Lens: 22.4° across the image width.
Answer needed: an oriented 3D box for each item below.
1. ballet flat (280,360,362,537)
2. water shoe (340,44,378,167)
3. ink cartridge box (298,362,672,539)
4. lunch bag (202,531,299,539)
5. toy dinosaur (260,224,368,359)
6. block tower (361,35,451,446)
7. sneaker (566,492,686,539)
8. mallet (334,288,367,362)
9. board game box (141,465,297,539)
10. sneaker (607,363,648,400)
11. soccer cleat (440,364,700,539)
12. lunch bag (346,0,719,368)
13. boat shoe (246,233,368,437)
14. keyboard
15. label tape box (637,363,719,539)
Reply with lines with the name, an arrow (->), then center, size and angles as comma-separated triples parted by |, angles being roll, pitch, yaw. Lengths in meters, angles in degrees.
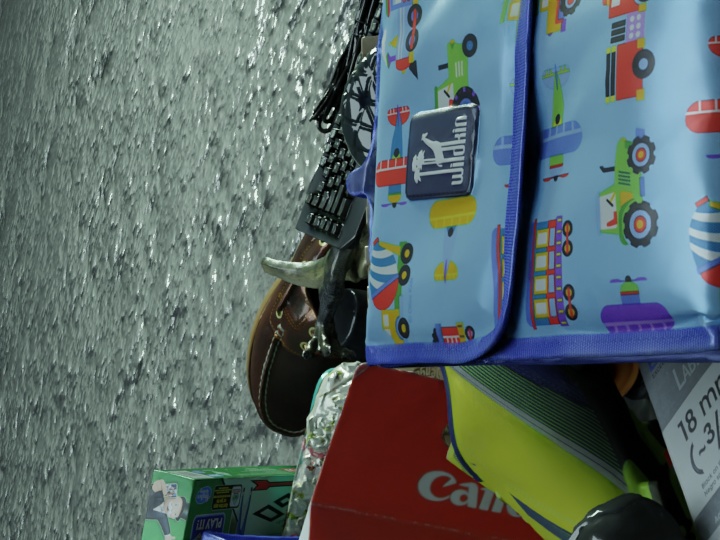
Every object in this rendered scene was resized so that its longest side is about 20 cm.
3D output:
ballet flat -> -0.011, 0.153, 1.061 | 0.064, 0.075, 0.201 | 19, 106, 34
water shoe -> 0.082, -0.097, 0.721 | 0.199, 0.079, 0.072 | -25, 76, 31
ink cartridge box -> 0.047, 0.153, 0.787 | 0.050, 0.161, 0.201 | -118, 44, -65
lunch bag -> -0.001, 0.231, 0.930 | 0.199, 0.094, 0.152 | 11, 92, 48
toy dinosaur -> 0.000, 0.000, 0.987 | 0.200, 0.047, 0.089 | -35, 52, 53
block tower -> 0.030, -0.012, 0.842 | 0.058, 0.054, 0.201 | 75, -168, -65
sneaker -> 0.128, 0.177, 0.661 | 0.091, 0.076, 0.201 | -4, 105, 56
mallet -> 0.051, -0.032, 1.038 | 0.201, 0.066, 0.041 | -61, 30, 6
board game box -> -0.074, 0.183, 1.067 | 0.029, 0.200, 0.135 | 9, 89, 23
sneaker -> 0.080, 0.046, 0.866 | 0.112, 0.077, 0.201 | -111, 38, -54
soccer cleat -> 0.083, 0.083, 0.748 | 0.083, 0.065, 0.201 | -23, 96, 27
lunch bag -> 0.072, -0.043, 0.639 | 0.199, 0.094, 0.152 | -5, 82, 47
boat shoe -> -0.019, 0.020, 1.125 | 0.070, 0.070, 0.201 | -116, 42, -62
keyboard -> 0.007, -0.113, 0.978 | 0.201, 0.021, 0.127 | -69, 20, 1
label tape box -> 0.169, 0.017, 0.679 | 0.201, 0.063, 0.145 | -102, 32, -43
